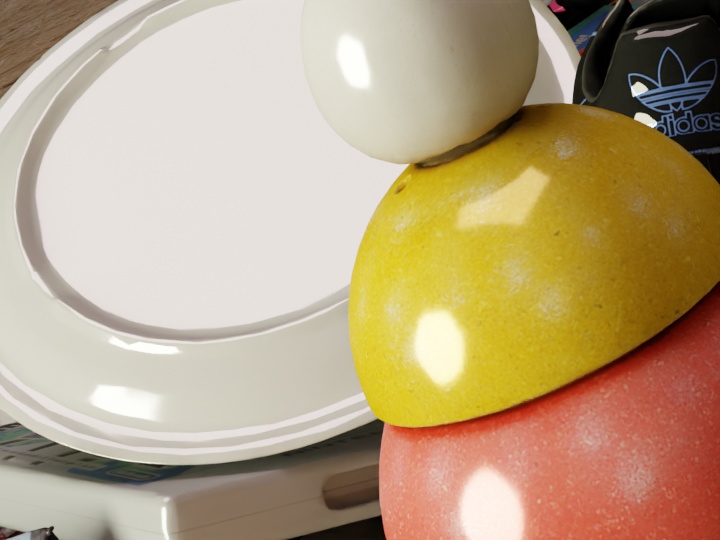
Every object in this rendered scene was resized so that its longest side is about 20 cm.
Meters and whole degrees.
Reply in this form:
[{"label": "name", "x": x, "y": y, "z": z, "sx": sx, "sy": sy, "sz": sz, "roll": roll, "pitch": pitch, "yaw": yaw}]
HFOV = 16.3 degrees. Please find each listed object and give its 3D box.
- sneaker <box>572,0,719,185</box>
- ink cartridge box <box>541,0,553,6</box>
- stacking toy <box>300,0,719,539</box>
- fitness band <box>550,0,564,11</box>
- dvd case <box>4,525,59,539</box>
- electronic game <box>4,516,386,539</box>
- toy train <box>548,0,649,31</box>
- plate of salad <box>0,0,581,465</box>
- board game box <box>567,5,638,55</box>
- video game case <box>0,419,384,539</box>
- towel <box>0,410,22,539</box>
[{"label": "sneaker", "x": 0.095, "y": -0.041, "z": 0.671, "sx": 0.070, "sy": 0.079, "sz": 0.200, "roll": -9, "pitch": 11, "yaw": 9}, {"label": "ink cartridge box", "x": 0.007, "y": -0.090, "z": 1.006, "sx": 0.198, "sy": 0.043, "sz": 0.200, "roll": -40, "pitch": 9, "yaw": 18}, {"label": "stacking toy", "x": 0.047, "y": 0.015, "z": 0.531, "sx": 0.145, "sy": 0.201, "sz": 0.146, "roll": -23, "pitch": 14, "yaw": 6}, {"label": "fitness band", "x": 0.098, "y": -0.100, "z": 1.188, "sx": 0.143, "sy": 0.038, "sz": 0.200, "roll": -12, "pitch": 18, "yaw": 44}, {"label": "dvd case", "x": -0.164, "y": 0.152, "z": 0.637, "sx": 0.199, "sy": 0.018, "sz": 0.143, "roll": -19, "pitch": 43, "yaw": 12}, {"label": "electronic game", "x": -0.082, "y": 0.110, "z": 0.736, "sx": 0.199, "sy": 0.042, "sz": 0.200, "roll": -18, "pitch": 10, "yaw": 3}, {"label": "toy train", "x": 0.126, "y": -0.093, "z": 1.032, "sx": 0.199, "sy": 0.086, "sz": 0.114, "roll": -32, "pitch": 23, "yaw": -13}, {"label": "plate of salad", "x": -0.028, "y": -0.021, "z": 0.731, "sx": 0.198, "sy": 0.048, "sz": 0.201, "roll": -9, "pitch": 49, "yaw": 11}, {"label": "board game box", "x": 0.117, "y": -0.036, "z": 0.834, "sx": 0.199, "sy": 0.045, "sz": 0.152, "roll": 7, "pitch": 34, "yaw": 44}, {"label": "video game case", "x": -0.022, "y": 0.051, "z": 0.771, "sx": 0.181, "sy": 0.022, "sz": 0.200, "roll": -11, "pitch": 5, "yaw": -30}, {"label": "towel", "x": -0.081, "y": 0.041, "z": 0.961, "sx": 0.199, "sy": 0.030, "sz": 0.146, "roll": -35, "pitch": 13, "yaw": -2}]
